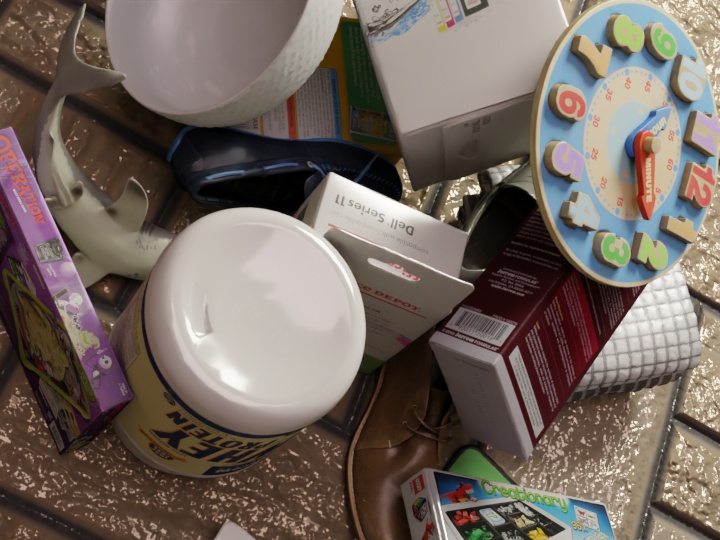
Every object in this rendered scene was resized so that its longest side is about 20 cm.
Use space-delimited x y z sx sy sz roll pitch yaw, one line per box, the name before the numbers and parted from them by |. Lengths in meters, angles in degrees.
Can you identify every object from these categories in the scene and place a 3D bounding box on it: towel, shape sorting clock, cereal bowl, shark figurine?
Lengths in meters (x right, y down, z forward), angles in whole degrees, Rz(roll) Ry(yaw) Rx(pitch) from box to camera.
towel | 0.179 0.009 1.042 0.164 0.086 0.202 -7 69 -18
shape sorting clock | 0.192 -0.089 0.867 0.198 0.039 0.203 -5 97 -42
cereal bowl | -0.090 -0.199 0.916 0.083 0.198 0.203 22 56 -56
shark figurine | -0.202 -0.072 0.897 0.127 0.216 0.090 -21 36 -1

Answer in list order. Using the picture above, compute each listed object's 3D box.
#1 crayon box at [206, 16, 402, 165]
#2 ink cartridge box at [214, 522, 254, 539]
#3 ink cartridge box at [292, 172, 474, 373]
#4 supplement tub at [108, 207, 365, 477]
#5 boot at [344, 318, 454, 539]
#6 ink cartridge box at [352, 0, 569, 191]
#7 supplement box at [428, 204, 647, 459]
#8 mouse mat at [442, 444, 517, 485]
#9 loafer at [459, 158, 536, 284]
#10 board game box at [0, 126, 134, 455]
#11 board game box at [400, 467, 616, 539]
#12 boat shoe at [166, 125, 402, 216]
crayon box | -0.039 -0.147 1.024 0.198 0.052 0.127 3 69 -22
ink cartridge box | -0.036 0.271 0.842 0.199 0.067 0.118 38 65 -6
ink cartridge box | 0.000 0.000 0.898 0.116 0.200 0.068 23 63 -14
supplement tub | -0.094 0.058 0.834 0.143 0.200 0.147 8 67 -20
boot | 0.039 0.123 0.941 0.073 0.075 0.202 19 65 -18
ink cartridge box | 0.074 -0.190 0.949 0.143 0.147 0.202 -17 77 3
supplement box | 0.140 0.025 0.911 0.200 0.060 0.109 -48 136 -27
mouse mat | 0.085 0.254 0.950 0.161 0.008 0.200 45 61 -2
loafer | 0.131 -0.043 0.965 0.070 0.070 0.200 41 63 6
board game box | -0.221 0.018 0.841 0.032 0.120 0.202 -21 81 -28
board game box | 0.125 0.223 0.913 0.198 0.035 0.127 18 46 -35
boat shoe | -0.055 -0.058 0.960 0.198 0.085 0.069 2 45 -26
